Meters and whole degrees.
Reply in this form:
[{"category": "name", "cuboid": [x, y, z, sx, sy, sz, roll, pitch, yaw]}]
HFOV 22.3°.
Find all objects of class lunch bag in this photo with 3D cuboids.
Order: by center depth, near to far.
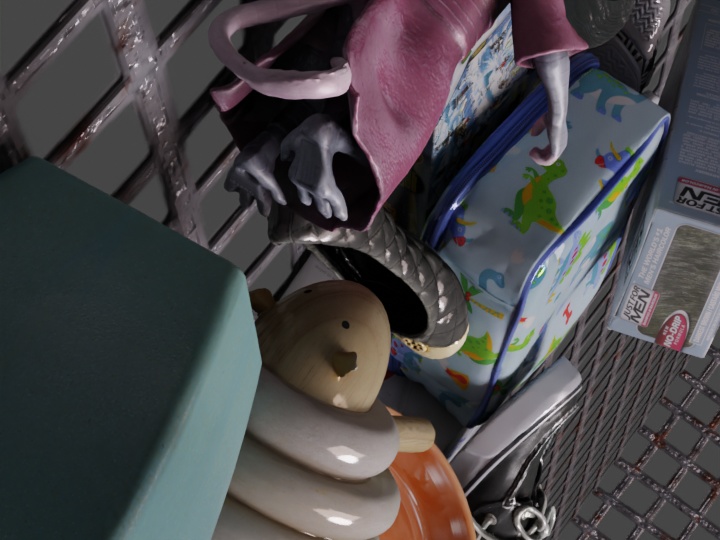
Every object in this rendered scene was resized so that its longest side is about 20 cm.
[{"category": "lunch bag", "cuboid": [0.093, -0.015, 1.020, 0.161, 0.082, 0.201, -45, 164, -28]}]

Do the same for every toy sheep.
[{"category": "toy sheep", "cuboid": [-0.048, 0.093, 0.742, 0.201, 0.137, 0.138, -63, 164, 8]}]

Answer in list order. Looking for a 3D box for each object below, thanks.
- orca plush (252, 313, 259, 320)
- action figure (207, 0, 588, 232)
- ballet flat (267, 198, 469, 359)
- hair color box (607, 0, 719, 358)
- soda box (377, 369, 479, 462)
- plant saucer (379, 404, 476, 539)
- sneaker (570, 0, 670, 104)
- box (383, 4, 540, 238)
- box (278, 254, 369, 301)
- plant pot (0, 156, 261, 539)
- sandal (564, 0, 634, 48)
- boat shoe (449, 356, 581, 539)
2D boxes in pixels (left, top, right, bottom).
[{"category": "orca plush", "cuboid": [-0.073, 0.063, 0.851, 0.106, 0.071, 0.200, -56, 164, 4]}, {"category": "action figure", "cuboid": [0.019, -0.111, 0.739, 0.200, 0.133, 0.149, -48, 144, -16]}, {"category": "ballet flat", "cuboid": [0.000, 0.000, 0.894, 0.200, 0.066, 0.057, 48, 57, -54]}, {"category": "hair color box", "cuboid": [0.197, -0.059, 1.056, 0.100, 0.060, 0.201, 103, 6, -46]}, {"category": "soda box", "cuboid": [0.026, 0.092, 1.090, 0.200, 0.068, 0.064, -44, 166, -40]}, {"category": "plant saucer", "cuboid": [-0.023, 0.165, 0.958, 0.200, 0.201, 0.032, -47, -157, -26]}, {"category": "sneaker", "cuboid": [0.145, -0.121, 1.128, 0.115, 0.075, 0.201, -41, 164, -46]}, {"category": "box", "cuboid": [0.063, -0.103, 0.976, 0.137, 0.040, 0.201, -48, 163, -22]}, {"category": "box", "cuboid": [-0.049, 0.082, 1.031, 0.201, 0.036, 0.144, -54, 165, 1]}, {"category": "plant pot", "cuboid": [-0.123, 0.077, 0.618, 0.201, 0.140, 0.142, -57, 166, -20]}, {"category": "sandal", "cuboid": [0.107, -0.170, 0.852, 0.076, 0.048, 0.201, -51, 147, -18]}, {"category": "boat shoe", "cuboid": [0.077, 0.134, 1.043, 0.200, 0.068, 0.073, -54, 168, 28]}]
